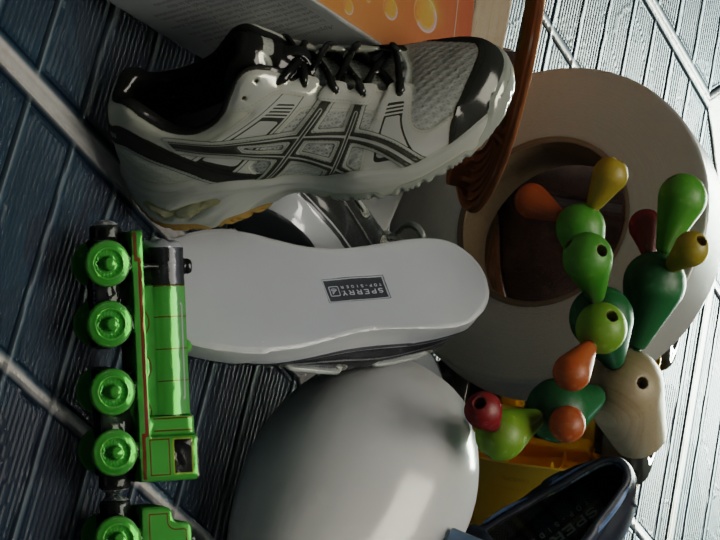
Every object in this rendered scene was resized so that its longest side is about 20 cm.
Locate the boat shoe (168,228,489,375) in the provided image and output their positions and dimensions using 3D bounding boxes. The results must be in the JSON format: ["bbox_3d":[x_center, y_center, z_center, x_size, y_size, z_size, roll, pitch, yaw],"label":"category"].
[{"bbox_3d":[-0.034,0.022,1.292,0.200,0.068,0.072,-4,62,-29],"label":"boat shoe"}]

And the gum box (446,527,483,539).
[{"bbox_3d":[0.079,0.249,1.340,0.200,0.045,0.170,35,78,-48],"label":"gum box"}]

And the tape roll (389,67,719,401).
[{"bbox_3d":[0.112,-0.023,1.475,0.037,0.202,0.203,41,53,-57],"label":"tape roll"}]

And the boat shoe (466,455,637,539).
[{"bbox_3d":[0.070,0.163,1.391,0.200,0.084,0.069,-43,161,-22],"label":"boat shoe"}]

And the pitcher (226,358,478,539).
[{"bbox_3d":[-0.017,0.157,1.329,0.172,0.121,0.200,92,24,-51],"label":"pitcher"}]

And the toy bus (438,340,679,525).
[{"bbox_3d":[0.131,0.102,1.595,0.192,0.135,0.200,79,23,-44],"label":"toy bus"}]

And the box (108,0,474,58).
[{"bbox_3d":[-0.037,-0.169,1.271,0.200,0.097,0.125,29,60,-47],"label":"box"}]

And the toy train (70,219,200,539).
[{"bbox_3d":[-0.105,0.076,1.203,0.056,0.042,0.201,-2,90,-19],"label":"toy train"}]

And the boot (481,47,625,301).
[{"bbox_3d":[0.134,-0.056,1.552,0.072,0.166,0.200,53,42,-49],"label":"boot"}]

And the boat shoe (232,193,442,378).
[{"bbox_3d":[-0.002,0.000,1.392,0.199,0.074,0.068,51,59,-36],"label":"boat shoe"}]

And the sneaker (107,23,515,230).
[{"bbox_3d":[-0.026,-0.081,1.216,0.076,0.200,0.088,-99,170,-48],"label":"sneaker"}]

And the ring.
[{"bbox_3d":[0.074,-0.132,1.419,0.200,0.019,0.201,-170,-90,-83],"label":"ring"}]

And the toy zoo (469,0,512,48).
[{"bbox_3d":[0.062,-0.171,1.410,0.200,0.020,0.132,-122,-138,-78],"label":"toy zoo"}]

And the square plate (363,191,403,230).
[{"bbox_3d":[-0.004,-0.150,1.446,0.198,0.028,0.200,64,36,-39],"label":"square plate"}]

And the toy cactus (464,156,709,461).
[{"bbox_3d":[0.123,0.041,1.348,0.200,0.102,0.165,-59,145,-30],"label":"toy cactus"}]
